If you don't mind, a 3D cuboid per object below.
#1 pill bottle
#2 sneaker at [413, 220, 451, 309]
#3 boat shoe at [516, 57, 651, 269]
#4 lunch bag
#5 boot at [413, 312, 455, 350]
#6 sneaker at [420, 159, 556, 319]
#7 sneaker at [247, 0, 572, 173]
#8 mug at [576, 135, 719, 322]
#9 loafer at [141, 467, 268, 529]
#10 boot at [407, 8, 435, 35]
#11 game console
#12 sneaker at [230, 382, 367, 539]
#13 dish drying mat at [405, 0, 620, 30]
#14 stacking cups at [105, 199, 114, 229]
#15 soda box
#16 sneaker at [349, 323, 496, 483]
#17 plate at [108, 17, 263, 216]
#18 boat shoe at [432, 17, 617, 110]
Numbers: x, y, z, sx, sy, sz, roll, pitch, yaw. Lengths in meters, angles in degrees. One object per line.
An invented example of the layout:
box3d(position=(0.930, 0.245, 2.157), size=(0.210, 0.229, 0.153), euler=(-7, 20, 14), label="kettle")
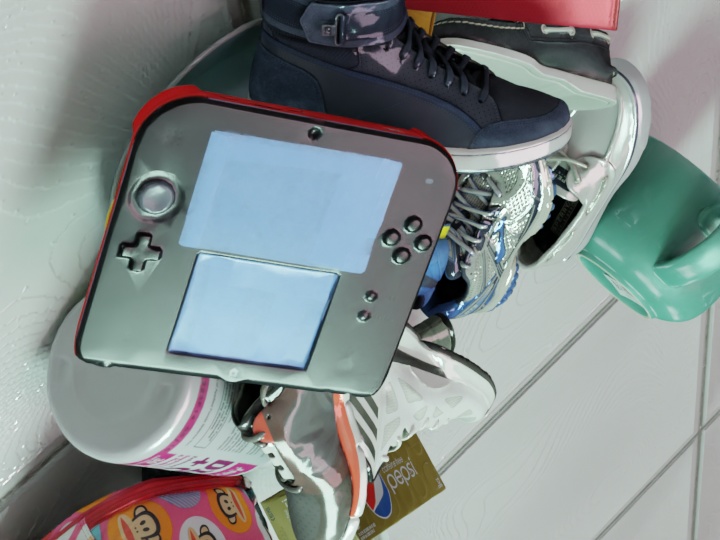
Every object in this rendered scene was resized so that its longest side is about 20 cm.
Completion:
box3d(position=(-0.108, 0.078, 1.264), size=(0.114, 0.113, 0.200), euler=(-56, 153, 8), label="pill bottle")
box3d(position=(0.000, 0.000, 1.321), size=(0.200, 0.066, 0.079), euler=(-1, 103, -59), label="sneaker")
box3d(position=(0.175, -0.083, 1.568), size=(0.066, 0.072, 0.201), euler=(-29, 153, -45), label="boat shoe")
box3d(position=(-0.158, 0.217, 1.329), size=(0.200, 0.082, 0.176), euler=(-39, 159, 28), label="lunch bag")
box3d(position=(0.019, 0.061, 1.483), size=(0.130, 0.068, 0.201), euler=(-27, 153, -27), label="boot")
box3d(position=(0.091, -0.033, 1.489), size=(0.085, 0.077, 0.201), euler=(-25, 142, -34), label="sneaker")
box3d(position=(0.035, -0.140, 1.125), size=(0.077, 0.200, 0.147), euler=(-90, -174, -60), label="sneaker")
box3d(position=(0.255, -0.031, 1.649), size=(0.115, 0.152, 0.185), euler=(-48, 164, -3), label="mug")
box3d(position=(-0.109, 0.173, 1.424), size=(0.068, 0.070, 0.201), euler=(-45, 152, -14), label="loafer")
box3d(position=(0.022, -0.112, 1.289), size=(0.201, 0.070, 0.145), euler=(65, 35, -88), label="boot")
box3d(position=(-0.053, -0.011, 1.101), size=(0.198, 0.031, 0.178), euler=(9, 112, -23), label="game console")
box3d(position=(-0.049, 0.096, 1.210), size=(0.081, 0.077, 0.202), euler=(-17, 116, -30), label="sneaker")
box3d(position=(0.061, -0.187, 1.155), size=(0.077, 0.198, 0.018), euler=(91, 6, -47), label="dish drying mat")
box3d(position=(-0.084, -0.002, 1.199), size=(0.061, 0.060, 0.200), euler=(-53, 149, 2), label="stacking cups")
box3d(position=(-0.002, 0.182, 1.537), size=(0.064, 0.068, 0.200), euler=(-30, 175, 21), label="soda box")
box3d(position=(0.019, 0.101, 1.344), size=(0.200, 0.075, 0.116), euler=(32, 74, -51), label="sneaker")
box3d(position=(-0.089, -0.078, 1.206), size=(0.200, 0.026, 0.201), euler=(-37, 148, -28), label="plate")
box3d(position=(0.115, -0.162, 1.386), size=(0.199, 0.075, 0.061), euler=(11, 76, -50), label="boat shoe")
